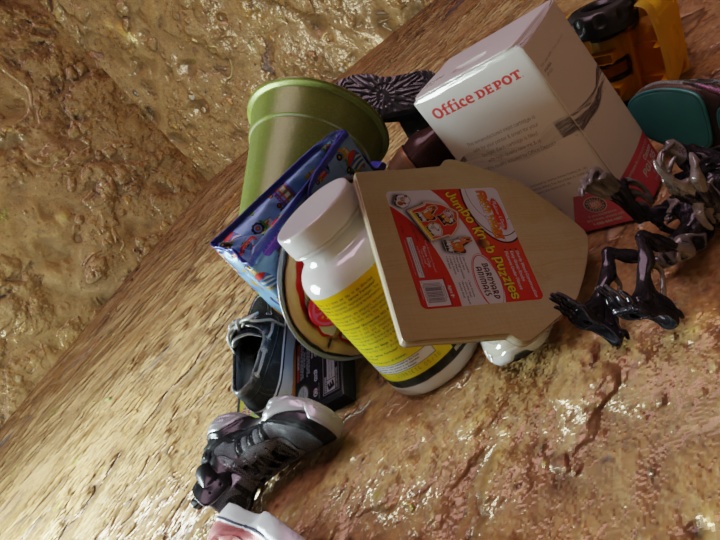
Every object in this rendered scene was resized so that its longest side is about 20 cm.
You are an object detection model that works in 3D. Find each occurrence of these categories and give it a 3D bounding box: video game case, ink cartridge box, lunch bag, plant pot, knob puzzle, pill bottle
[{"bbox_3d":[-0.080,0.102,0.871,0.180,0.025,0.201,-32,42,29],"label":"video game case"},{"bbox_3d":[0.171,-0.132,0.687,0.146,0.200,0.083,-15,33,54],"label":"ink cartridge box"},{"bbox_3d":[-0.038,-0.046,0.800,0.200,0.151,0.094,-51,37,-13],"label":"lunch bag"},{"bbox_3d":[-0.078,-0.109,0.930,0.199,0.199,0.192,-19,49,50],"label":"plant pot"},{"bbox_3d":[0.104,-0.016,0.619,0.220,0.218,0.031,-59,-10,-39],"label":"knob puzzle"},{"bbox_3d":[0.017,0.015,0.682,0.112,0.200,0.113,-36,20,16],"label":"pill bottle"}]

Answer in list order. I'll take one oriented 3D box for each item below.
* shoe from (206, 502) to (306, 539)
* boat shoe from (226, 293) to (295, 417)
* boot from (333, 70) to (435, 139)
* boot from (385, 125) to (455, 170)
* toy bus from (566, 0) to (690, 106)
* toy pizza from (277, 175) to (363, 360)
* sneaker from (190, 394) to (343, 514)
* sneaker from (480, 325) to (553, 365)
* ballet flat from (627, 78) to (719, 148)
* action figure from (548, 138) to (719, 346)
[{"bbox_3d":[-0.095,0.257,0.602,0.091,0.071,0.200,-54,16,-26],"label":"shoe"},{"bbox_3d":[-0.124,0.083,0.846,0.073,0.068,0.200,-34,34,25],"label":"boat shoe"},{"bbox_3d":[0.062,-0.213,1.022,0.163,0.200,0.066,3,84,22],"label":"boot"},{"bbox_3d":[0.123,-0.165,0.961,0.166,0.073,0.200,-42,-11,27],"label":"boot"},{"bbox_3d":[0.271,-0.251,0.821,0.199,0.136,0.192,-1,35,42],"label":"toy bus"},{"bbox_3d":[0.000,0.000,0.766,0.032,0.201,0.201,13,57,50],"label":"toy pizza"},{"bbox_3d":[-0.101,0.201,0.735,0.199,0.075,0.114,-21,38,40],"label":"sneaker"},{"bbox_3d":[0.124,0.012,0.665,0.075,0.081,0.201,-34,22,19],"label":"sneaker"},{"bbox_3d":[0.325,-0.141,0.624,0.071,0.070,0.200,-27,20,-12],"label":"ballet flat"},{"bbox_3d":[0.228,-0.046,0.546,0.200,0.102,0.119,-52,9,-20],"label":"action figure"}]
